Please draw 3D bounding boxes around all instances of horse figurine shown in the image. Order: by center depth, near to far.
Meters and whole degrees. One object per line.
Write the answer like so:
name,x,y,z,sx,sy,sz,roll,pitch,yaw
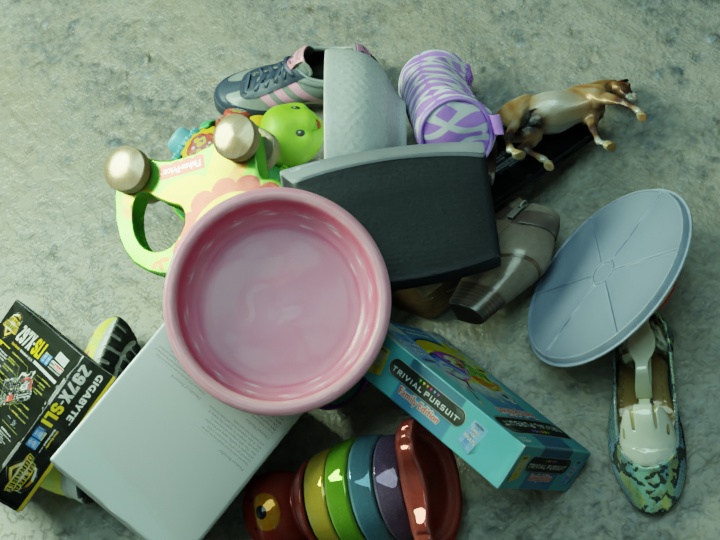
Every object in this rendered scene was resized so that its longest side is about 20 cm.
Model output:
horse figurine,0.197,-0.148,1.450,0.199,0.050,0.133,-19,32,-2

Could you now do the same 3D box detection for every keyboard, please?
keyboard,0.142,-0.103,1.481,0.200,0.040,0.104,-33,48,-25

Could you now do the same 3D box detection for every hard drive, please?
hard drive,0.032,-0.048,1.351,0.199,0.042,0.136,-8,92,-9

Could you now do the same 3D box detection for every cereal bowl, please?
cereal bowl,0.004,-0.123,1.459,0.083,0.200,0.201,1,61,-1

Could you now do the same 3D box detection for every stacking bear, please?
stacking bear,-0.017,0.210,1.326,0.199,0.114,0.122,-14,84,21

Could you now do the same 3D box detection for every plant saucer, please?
plant saucer,-0.073,0.029,1.271,0.199,0.051,0.202,0,80,0

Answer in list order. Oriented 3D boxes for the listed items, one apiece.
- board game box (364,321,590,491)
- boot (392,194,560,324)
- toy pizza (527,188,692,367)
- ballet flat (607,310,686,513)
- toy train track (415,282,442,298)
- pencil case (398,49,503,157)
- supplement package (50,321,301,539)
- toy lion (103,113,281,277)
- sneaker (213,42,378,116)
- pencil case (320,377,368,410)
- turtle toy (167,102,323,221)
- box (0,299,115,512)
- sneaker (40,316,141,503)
board game box,0.096,0.121,1.311,0.200,0.151,0.047,38,101,30
boot,0.099,-0.024,1.451,0.199,0.070,0.146,20,60,31
toy pizza,0.237,0.010,1.352,0.200,0.032,0.201,-41,25,25
ballet flat,0.257,0.119,1.316,0.074,0.074,0.201,-8,60,12
toy train track,0.000,0.000,1.385,0.200,0.033,0.115,-37,93,-9
pencil case,0.088,-0.167,1.469,0.085,0.084,0.200,-23,25,4
supplement package,-0.166,0.150,1.346,0.152,0.151,0.200,39,76,-1
toy lion,-0.148,-0.045,1.431,0.199,0.069,0.193,-13,74,18
sneaker,-0.076,-0.218,1.594,0.199,0.082,0.070,-7,60,13
pencil case,-0.074,0.047,1.443,0.092,0.085,0.200,-11,42,-44
turtle toy,-0.127,-0.115,1.535,0.199,0.101,0.146,-20,58,12
box,-0.343,0.131,1.443,0.160,0.049,0.200,-54,35,-8
sneaker,-0.286,0.136,1.467,0.090,0.078,0.201,-1,58,27
